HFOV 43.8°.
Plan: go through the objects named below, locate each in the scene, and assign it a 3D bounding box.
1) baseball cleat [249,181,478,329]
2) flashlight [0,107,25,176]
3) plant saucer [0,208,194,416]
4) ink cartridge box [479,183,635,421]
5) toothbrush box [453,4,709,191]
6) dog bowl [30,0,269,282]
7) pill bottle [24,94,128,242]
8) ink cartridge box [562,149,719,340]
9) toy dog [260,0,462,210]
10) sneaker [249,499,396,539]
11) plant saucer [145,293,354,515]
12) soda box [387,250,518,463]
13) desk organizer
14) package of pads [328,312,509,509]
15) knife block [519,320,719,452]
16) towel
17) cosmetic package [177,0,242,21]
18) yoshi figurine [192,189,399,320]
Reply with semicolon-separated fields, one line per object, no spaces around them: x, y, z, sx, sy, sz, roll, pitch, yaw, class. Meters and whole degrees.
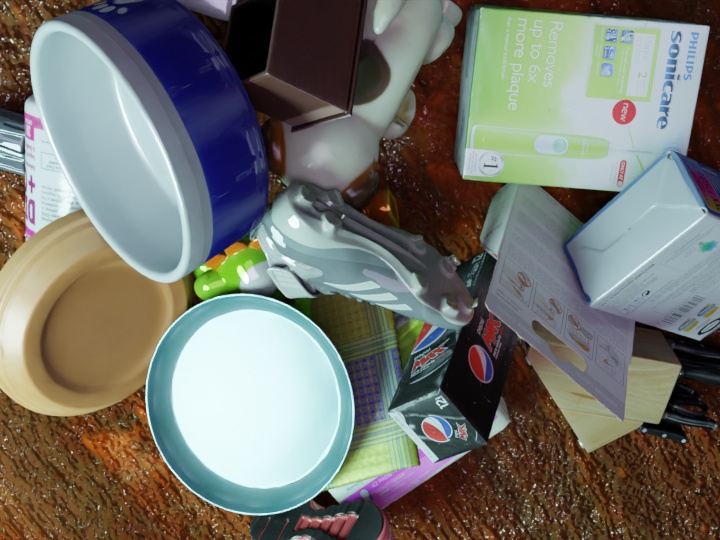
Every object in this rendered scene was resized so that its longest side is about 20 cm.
0.000;0.000;0.757;0.198;0.070;0.106;34;132;-18;baseball cleat
-0.394;-0.143;0.820;0.196;0.068;0.069;15;112;-3;flashlight
-0.226;0.042;0.782;0.198;0.037;0.203;-28;134;-33;plant saucer
0.173;0.024;0.800;0.160;0.201;0.050;38;133;-11;ink cartridge box
0.190;-0.154;0.802;0.196;0.086;0.149;5;107;-2;toothbrush box
-0.158;-0.098;0.667;0.078;0.199;0.203;-33;108;-32;dog bowl
-0.248;-0.055;0.821;0.111;0.114;0.204;5;107;-1;pill bottle
0.301;-0.012;0.800;0.197;0.077;0.136;16;135;-32;ink cartridge box
-0.002;-0.151;0.755;0.138;0.194;0.203;23;100;-19;toy dog
-0.036;0.277;0.899;0.198;0.074;0.087;-3;129;46;sneaker
-0.098;0.120;0.812;0.196;0.027;0.205;2;99;12;plant saucer
0.094;0.070;0.808;0.063;0.201;0.071;-29;111;37;soda box
-0.042;-0.216;0.660;0.076;0.071;0.204;17;76;-40;desk organizer
0.026;0.139;0.901;0.199;0.068;0.155;-37;104;10;package of pads
0.268;0.089;0.874;0.174;0.064;0.201;-31;114;12;knife block
-0.024;0.099;0.847;0.141;0.023;0.204;-18;71;17;towel
-0.166;-0.311;0.714;0.196;0.168;0.169;15;107;-3;cosmetic package
-0.055;-0.005;0.838;0.196;0.113;0.114;-13;113;5;yoshi figurine
